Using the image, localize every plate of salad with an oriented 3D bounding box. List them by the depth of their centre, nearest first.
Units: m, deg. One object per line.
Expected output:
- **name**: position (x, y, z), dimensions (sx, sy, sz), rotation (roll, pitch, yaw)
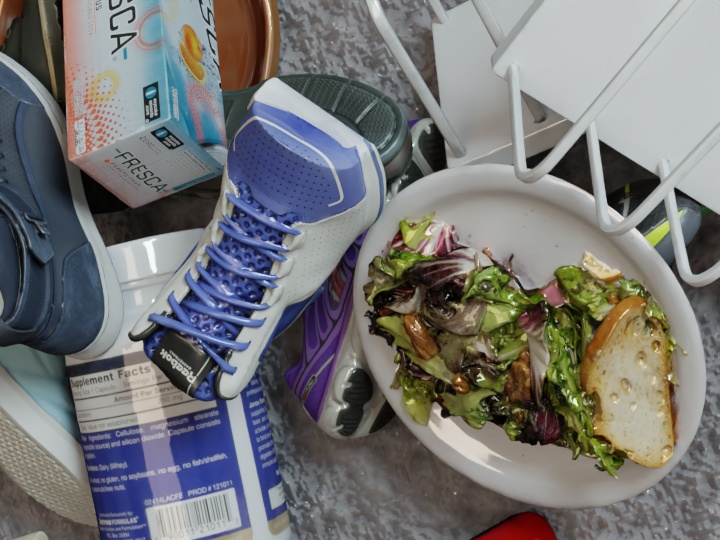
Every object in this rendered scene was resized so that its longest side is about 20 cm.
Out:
- **plate of salad**: position (0.077, 0.043, 0.688), dimensions (0.199, 0.048, 0.202), rotation (17, 125, 26)

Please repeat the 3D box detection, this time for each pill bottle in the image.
- **pill bottle**: position (-0.115, 0.082, 0.818), dimensions (0.115, 0.116, 0.202), rotation (-12, 89, 19)

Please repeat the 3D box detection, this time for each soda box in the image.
- **soda box**: position (-0.125, -0.142, 0.763), dimensions (0.068, 0.064, 0.202), rotation (-19, 61, 19)

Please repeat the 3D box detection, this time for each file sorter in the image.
- **file sorter**: position (0.178, -0.065, 0.585), dimensions (0.199, 0.125, 0.139), rotation (28, 124, -17)
- **file sorter**: position (0.108, -0.167, 0.687), dimensions (0.199, 0.140, 0.125), rotation (-23, 130, 19)

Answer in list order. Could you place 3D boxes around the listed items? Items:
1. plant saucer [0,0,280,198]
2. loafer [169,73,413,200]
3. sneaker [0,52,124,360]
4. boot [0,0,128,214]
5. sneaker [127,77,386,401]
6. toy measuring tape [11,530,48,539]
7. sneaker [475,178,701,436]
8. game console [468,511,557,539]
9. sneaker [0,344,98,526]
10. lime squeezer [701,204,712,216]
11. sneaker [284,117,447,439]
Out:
- **plant saucer**: position (-0.142, -0.145, 0.859), dimensions (0.198, 0.032, 0.203), rotation (1, 94, 18)
- **loafer**: position (-0.053, -0.069, 0.773), dimensions (0.198, 0.063, 0.072), rotation (6, 58, 30)
- **sneaker**: position (-0.213, -0.049, 0.722), dimensions (0.077, 0.146, 0.203), rotation (-33, 74, 17)
- **boot**: position (-0.220, -0.131, 0.834), dimensions (0.137, 0.077, 0.202), rotation (-4, 91, 24)
- **sneaker**: position (-0.057, 0.006, 0.695), dimensions (0.080, 0.200, 0.115), rotation (32, 58, 4)
- **toy measuring tape**: position (-0.154, 0.223, 0.842), dimensions (0.073, 0.074, 0.201), rotation (-17, 118, 19)
- **sneaker**: position (0.135, 0.033, 0.736), dimensions (0.080, 0.074, 0.201), rotation (24, 132, -5)
- **game console**: position (0.059, 0.271, 0.790), dimensions (0.119, 0.171, 0.201), rotation (-33, 80, 59)
- **sneaker**: position (-0.198, 0.080, 0.848), dimensions (0.073, 0.082, 0.201), rotation (0, 135, 35)
- **lime squeezer**: position (0.124, -0.032, 0.771), dimensions (0.198, 0.038, 0.071), rotation (8, 95, 19)
- **sneaker**: position (0.000, 0.000, 0.790), dimensions (0.083, 0.080, 0.202), rotation (34, 110, 35)
